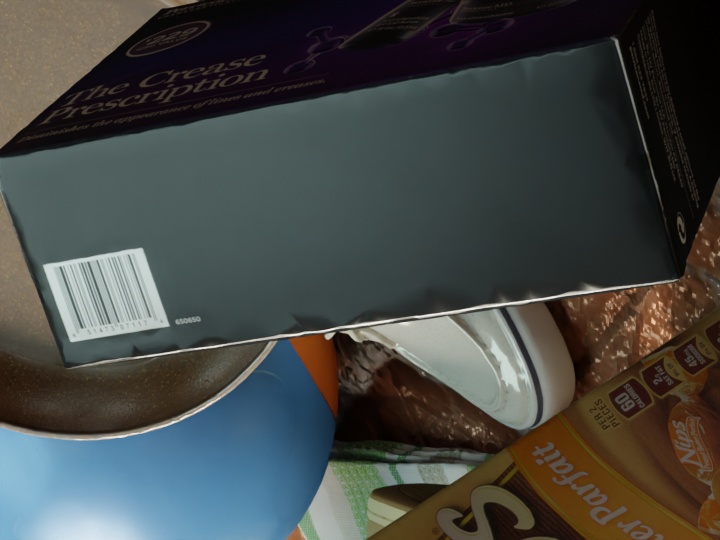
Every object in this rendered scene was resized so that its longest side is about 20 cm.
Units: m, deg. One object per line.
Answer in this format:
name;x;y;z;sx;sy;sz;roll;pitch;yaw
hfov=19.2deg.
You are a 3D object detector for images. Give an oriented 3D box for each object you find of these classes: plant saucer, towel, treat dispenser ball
plant saucer;-0.113;-0.032;0.797;0.200;0.032;0.201;3;112;7
towel;0.048;0.142;0.957;0.200;0.031;0.150;-3;114;54
treat dispenser ball;-0.109;0.054;0.939;0.201;0.201;0.201;36;141;36

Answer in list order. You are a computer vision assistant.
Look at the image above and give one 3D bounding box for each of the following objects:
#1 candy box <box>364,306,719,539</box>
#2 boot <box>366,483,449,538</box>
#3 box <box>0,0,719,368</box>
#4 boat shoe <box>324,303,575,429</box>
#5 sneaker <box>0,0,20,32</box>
candy box;0.081;0.108;0.703;0.116;0.200;0.055;53;149;12
boot;0.073;0.179;0.825;0.200;0.073;0.156;21;106;27
box;0.009;-0.045;0.663;0.199;0.141;0.079;-9;110;23
boat shoe;0.000;0.000;0.862;0.200;0.070;0.071;46;146;25
sneaker;-0.129;-0.114;0.894;0.079;0.075;0.200;45;-177;16
